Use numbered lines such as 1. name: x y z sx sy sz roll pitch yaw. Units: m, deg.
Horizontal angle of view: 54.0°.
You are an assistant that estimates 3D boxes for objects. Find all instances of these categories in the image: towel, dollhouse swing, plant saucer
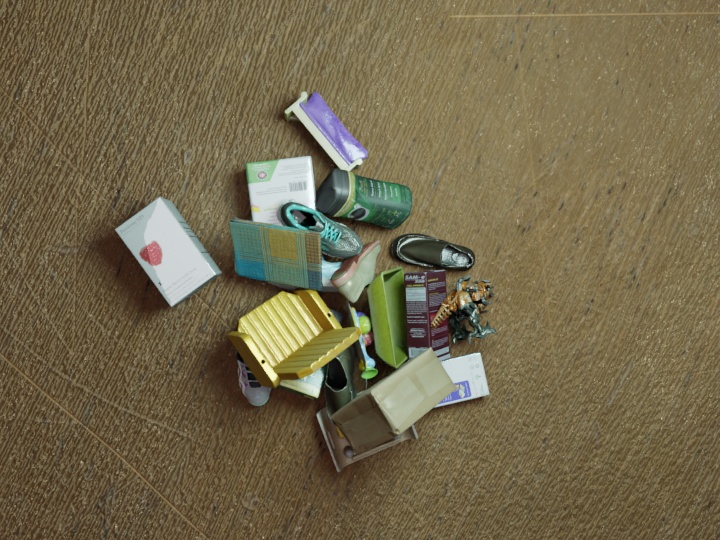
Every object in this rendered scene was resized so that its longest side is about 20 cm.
1. towel: -0.175 -0.034 1.487 0.198 0.022 0.148 9 126 12
2. dollhouse swing: -0.130 0.120 1.435 0.199 0.176 0.182 -33 85 -31
3. plant saucer: 0.063 0.099 1.539 0.047 0.200 0.202 -7 92 16

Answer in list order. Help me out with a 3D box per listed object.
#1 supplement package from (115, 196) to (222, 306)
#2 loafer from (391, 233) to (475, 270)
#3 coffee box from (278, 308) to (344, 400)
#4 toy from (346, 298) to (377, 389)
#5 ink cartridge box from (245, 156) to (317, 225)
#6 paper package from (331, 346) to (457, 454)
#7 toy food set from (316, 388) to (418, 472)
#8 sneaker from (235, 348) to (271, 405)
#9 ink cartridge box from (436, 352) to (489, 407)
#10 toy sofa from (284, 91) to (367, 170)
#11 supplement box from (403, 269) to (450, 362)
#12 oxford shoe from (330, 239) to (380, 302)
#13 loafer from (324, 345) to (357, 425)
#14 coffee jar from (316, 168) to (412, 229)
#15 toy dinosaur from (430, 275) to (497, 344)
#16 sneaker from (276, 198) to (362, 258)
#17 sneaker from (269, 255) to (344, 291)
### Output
1. supplement package: -0.409 -0.040 1.521 0.121 0.120 0.201 -36 93 -2
2. loafer: 0.169 -0.043 1.596 0.198 0.071 0.074 7 90 -5
3. coffee box: -0.120 0.172 1.560 0.122 0.044 0.202 21 71 -5
4. toy: 0.006 0.138 1.514 0.047 0.116 0.201 -8 53 -5
5. ink cartridge box: -0.168 -0.140 1.558 0.143 0.084 0.202 -7 92 -6
6. paper package: 0.068 0.271 1.458 0.199 0.190 0.104 -29 82 -39
7. toy food set: 0.015 0.351 1.595 0.198 0.060 0.145 -22 93 -5
8. sneaker: -0.238 0.203 1.529 0.077 0.140 0.202 -10 91 -5
9. ink cartridge box: 0.187 0.256 1.614 0.198 0.039 0.101 -11 87 -7
10. toy sofa: -0.072 -0.302 1.565 0.097 0.083 0.200 -40 94 -2
11. supplement box: 0.148 0.102 1.574 0.060 0.108 0.203 -2 91 31
12. oxford shoe: 0.000 0.000 1.542 0.070 0.200 0.074 -23 107 38
13. loafer: -0.052 0.252 1.524 0.074 0.070 0.202 3 106 22
14. coffee jar: 0.007 -0.154 1.532 0.198 0.104 0.086 11 60 -28
15. toy dinosaur: 0.229 0.088 1.582 0.198 0.102 0.137 -20 95 -16
16. sneaker: -0.086 -0.084 1.481 0.198 0.091 0.078 25 88 -9
17. sneaker: -0.115 0.001 1.580 0.198 0.074 0.083 5 74 -8
